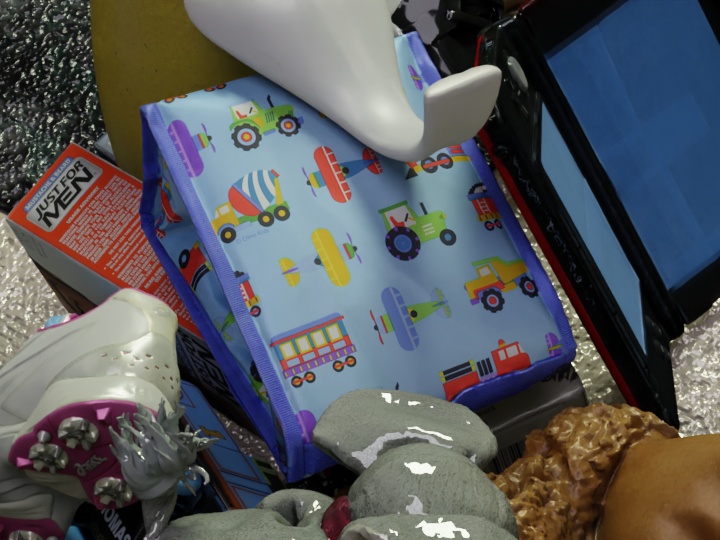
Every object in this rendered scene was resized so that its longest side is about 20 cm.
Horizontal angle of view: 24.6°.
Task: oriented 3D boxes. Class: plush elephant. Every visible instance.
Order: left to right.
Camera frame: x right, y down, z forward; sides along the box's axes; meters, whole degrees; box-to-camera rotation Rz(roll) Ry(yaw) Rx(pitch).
[{"bbox_3d":[0.000,0.128,0.655,0.153,0.202,0.165,-9,23,8],"label":"plush elephant"}]

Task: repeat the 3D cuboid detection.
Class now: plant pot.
[{"bbox_3d":[-0.072,-0.143,0.924,0.198,0.143,0.201,-14,41,13],"label":"plant pot"}]

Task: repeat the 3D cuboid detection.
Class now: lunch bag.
[{"bbox_3d":[0.000,0.000,0.784,0.150,0.094,0.201,-18,57,-20],"label":"lunch bag"}]

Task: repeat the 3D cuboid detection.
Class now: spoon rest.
[{"bbox_3d":[-0.010,-0.108,0.779,0.099,0.061,0.200,-22,43,-25],"label":"spoon rest"}]

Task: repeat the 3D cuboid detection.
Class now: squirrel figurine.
[{"bbox_3d":[0.117,0.163,0.739,0.199,0.142,0.187,30,70,19],"label":"squirrel figurine"}]

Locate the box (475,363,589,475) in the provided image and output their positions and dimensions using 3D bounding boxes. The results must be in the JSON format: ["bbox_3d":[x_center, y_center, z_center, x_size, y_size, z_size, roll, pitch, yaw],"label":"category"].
[{"bbox_3d":[0.050,0.015,0.896,0.082,0.069,0.201,-25,57,-1],"label":"box"}]

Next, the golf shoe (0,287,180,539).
[{"bbox_3d":[-0.149,0.075,0.756,0.199,0.075,0.092,-25,41,34],"label":"golf shoe"}]

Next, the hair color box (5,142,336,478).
[{"bbox_3d":[-0.089,0.021,0.901,0.199,0.111,0.064,30,70,27],"label":"hair color box"}]

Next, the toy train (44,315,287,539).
[{"bbox_3d":[-0.109,0.100,0.833,0.087,0.114,0.200,-56,40,11],"label":"toy train"}]

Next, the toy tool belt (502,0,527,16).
[{"bbox_3d":[0.118,-0.163,0.960,0.122,0.125,0.202,-18,76,17],"label":"toy tool belt"}]

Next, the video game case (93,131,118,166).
[{"bbox_3d":[-0.050,-0.110,1.025,0.142,0.019,0.200,34,71,28],"label":"video game case"}]

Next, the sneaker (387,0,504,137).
[{"bbox_3d":[0.054,-0.181,0.871,0.112,0.073,0.201,-37,63,37],"label":"sneaker"}]

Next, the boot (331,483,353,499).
[{"bbox_3d":[-0.018,0.210,0.805,0.143,0.071,0.201,28,66,33],"label":"boot"}]

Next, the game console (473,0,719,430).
[{"bbox_3d":[0.151,-0.050,0.823,0.118,0.201,0.173,-26,20,17],"label":"game console"}]
